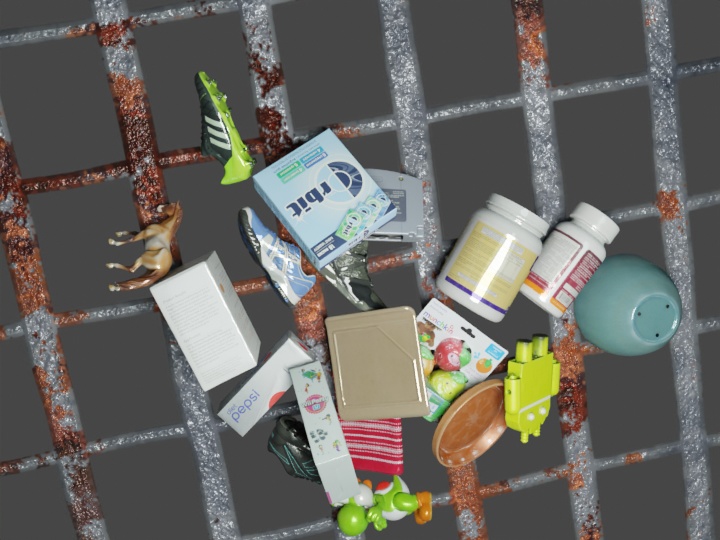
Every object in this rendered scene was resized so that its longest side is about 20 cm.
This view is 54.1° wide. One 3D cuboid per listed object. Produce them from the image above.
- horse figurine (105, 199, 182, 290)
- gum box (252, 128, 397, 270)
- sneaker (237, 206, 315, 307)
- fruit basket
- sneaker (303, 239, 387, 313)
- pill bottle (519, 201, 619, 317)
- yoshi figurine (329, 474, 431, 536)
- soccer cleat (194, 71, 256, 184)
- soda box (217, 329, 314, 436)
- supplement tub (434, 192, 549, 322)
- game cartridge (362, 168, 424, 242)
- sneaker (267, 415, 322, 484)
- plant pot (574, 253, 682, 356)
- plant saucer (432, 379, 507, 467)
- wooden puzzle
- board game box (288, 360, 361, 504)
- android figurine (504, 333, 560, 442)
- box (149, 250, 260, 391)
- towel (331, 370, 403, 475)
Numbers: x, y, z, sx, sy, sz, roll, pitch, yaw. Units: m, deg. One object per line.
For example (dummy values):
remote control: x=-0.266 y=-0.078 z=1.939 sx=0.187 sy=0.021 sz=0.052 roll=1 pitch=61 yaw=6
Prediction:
horse figurine: x=-0.374 y=-0.033 z=1.229 sx=0.131 sy=0.201 sz=0.050 roll=-10 pitch=136 yaw=-1
gum box: x=-0.063 y=-0.127 z=1.231 sx=0.169 sy=0.045 sz=0.201 roll=-34 pitch=74 yaw=-16
sneaker: x=-0.157 y=-0.034 z=1.294 sx=0.077 sy=0.076 sz=0.201 roll=-35 pitch=107 yaw=-13
fruit basket: x=0.148 y=0.180 z=1.329 sx=0.184 sy=0.094 sz=0.200 roll=36 pitch=112 yaw=-10
sneaker: x=0.000 y=0.000 z=1.305 sx=0.114 sy=0.076 sz=0.199 roll=-44 pitch=101 yaw=2
pill bottle: x=0.389 y=-0.021 z=1.325 sx=0.109 sy=0.110 sz=0.201 roll=36 pitch=94 yaw=-10
yoshi figurine: x=0.036 y=0.474 z=1.373 sx=0.197 sy=0.112 sz=0.114 roll=5 pitch=105 yaw=-4
soccer cleat: x=-0.257 y=-0.249 z=1.248 sx=0.080 sy=0.068 sz=0.202 roll=-22 pitch=101 yaw=11
soda box: x=-0.177 y=0.211 z=1.328 sx=0.068 sy=0.063 sz=0.200 roll=43 pitch=93 yaw=-11
supplement tub: x=0.242 y=-0.024 z=1.292 sx=0.144 sy=0.145 sz=0.201 roll=29 pitch=96 yaw=-10
game cartridge: x=0.015 y=-0.120 z=1.276 sx=0.197 sy=0.042 sz=0.135 roll=2 pitch=62 yaw=-3
sneaker: x=-0.093 y=0.367 z=1.352 sx=0.199 sy=0.075 sz=0.080 roll=39 pitch=106 yaw=11
plant pot: x=0.528 y=0.076 z=1.343 sx=0.197 sy=0.135 sz=0.203 roll=-1 pitch=99 yaw=-6
plant saucer: x=0.216 y=0.290 z=1.351 sx=0.199 sy=0.032 sz=0.202 roll=-22 pitch=133 yaw=-25
wooden puzzle: x=0.032 y=0.172 z=1.291 sx=0.183 sy=0.037 sz=0.203 roll=-10 pitch=92 yaw=27
board game box: x=-0.064 y=0.288 z=1.259 sx=0.064 sy=0.201 sz=0.148 roll=-16 pitch=137 yaw=-6
android figurine: x=0.327 y=0.227 z=1.351 sx=0.181 sy=0.041 sz=0.203 roll=-6 pitch=100 yaw=-47
box: x=-0.269 y=0.084 z=1.253 sx=0.105 sy=0.152 sz=0.202 roll=-25 pitch=100 yaw=-1
towel: x=0.012 y=0.287 z=1.344 sx=0.143 sy=0.022 sz=0.203 roll=1 pitch=100 yaw=29
